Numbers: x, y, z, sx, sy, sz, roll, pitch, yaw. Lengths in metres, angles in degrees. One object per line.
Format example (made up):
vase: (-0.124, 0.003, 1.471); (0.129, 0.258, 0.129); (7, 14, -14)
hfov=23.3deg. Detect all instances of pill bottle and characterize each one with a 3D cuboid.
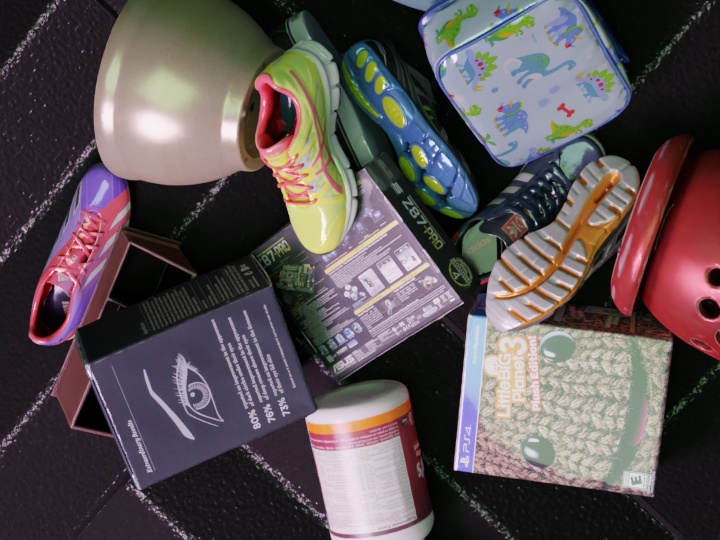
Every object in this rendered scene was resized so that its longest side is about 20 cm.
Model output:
pill bottle: (0.014, 0.221, 1.766); (0.108, 0.110, 0.202); (-10, 100, 13)

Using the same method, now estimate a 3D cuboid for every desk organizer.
desk organizer: (-0.242, 0.066, 1.788); (0.071, 0.077, 0.202); (16, 107, -29)

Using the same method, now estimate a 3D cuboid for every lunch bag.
lunch bag: (0.158, -0.195, 1.618); (0.160, 0.200, 0.083); (-28, 52, 14)

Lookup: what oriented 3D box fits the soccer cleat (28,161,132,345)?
soccer cleat: (-0.290, -0.014, 1.795); (0.068, 0.073, 0.202); (24, 105, 6)

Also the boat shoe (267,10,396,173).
boat shoe: (-0.033, -0.153, 1.718); (0.068, 0.074, 0.200); (-30, 96, 20)

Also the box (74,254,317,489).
box: (-0.163, 0.098, 1.720); (0.198, 0.104, 0.149); (-22, 112, -8)

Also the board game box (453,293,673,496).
board game box: (0.201, 0.120, 1.716); (0.198, 0.097, 0.161); (6, 102, 9)

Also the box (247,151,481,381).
box: (0.000, 0.000, 1.716); (0.162, 0.049, 0.200); (52, 132, -4)

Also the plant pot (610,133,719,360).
plant pot: (0.338, -0.023, 1.610); (0.181, 0.200, 0.202); (21, 105, 10)

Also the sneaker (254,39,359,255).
sneaker: (-0.062, -0.106, 1.620); (0.078, 0.090, 0.202); (3, 111, 37)

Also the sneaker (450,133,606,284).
sneaker: (0.160, -0.053, 1.695); (0.075, 0.085, 0.200); (45, 105, 0)

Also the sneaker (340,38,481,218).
sneaker: (0.061, -0.143, 1.694); (0.071, 0.082, 0.201); (-35, 88, 47)

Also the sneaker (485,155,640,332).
sneaker: (0.199, -0.015, 1.663); (0.200, 0.077, 0.078); (-46, 65, -5)

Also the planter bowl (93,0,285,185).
planter bowl: (-0.145, -0.168, 1.660); (0.133, 0.200, 0.202); (17, 104, 18)

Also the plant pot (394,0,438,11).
plant pot: (0.074, -0.318, 1.618); (0.199, 0.201, 0.135); (-29, 120, 15)
